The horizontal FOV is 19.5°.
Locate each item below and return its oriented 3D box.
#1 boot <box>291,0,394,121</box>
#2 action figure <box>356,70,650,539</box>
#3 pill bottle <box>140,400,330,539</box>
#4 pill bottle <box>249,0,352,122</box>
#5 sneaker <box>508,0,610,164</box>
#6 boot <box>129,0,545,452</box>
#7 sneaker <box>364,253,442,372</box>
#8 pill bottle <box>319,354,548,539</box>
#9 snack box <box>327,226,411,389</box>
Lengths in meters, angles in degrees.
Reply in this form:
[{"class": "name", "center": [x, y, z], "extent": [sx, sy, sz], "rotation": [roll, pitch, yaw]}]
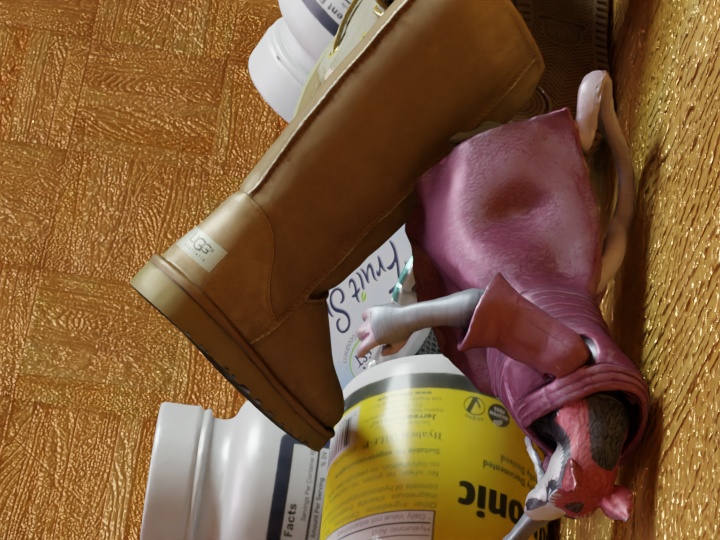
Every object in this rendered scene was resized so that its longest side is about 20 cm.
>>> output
[{"class": "boot", "center": [0.022, -0.115, 1.012], "extent": [0.201, 0.072, 0.155], "rotation": [-62, 0, -7]}, {"class": "action figure", "center": [0.082, 0.035, 0.856], "extent": [0.134, 0.149, 0.200], "rotation": [63, -179, -37]}, {"class": "pill bottle", "center": [-0.020, 0.129, 1.175], "extent": [0.111, 0.199, 0.112], "rotation": [-171, 90, -87]}, {"class": "pill bottle", "center": [0.023, -0.172, 1.220], "extent": [0.200, 0.111, 0.111], "rotation": [-49, 20, 29]}, {"class": "sneaker", "center": [0.083, -0.073, 1.071], "extent": [0.200, 0.070, 0.109], "rotation": [-75, 2, -46]}, {"class": "boot", "center": [0.008, -0.024, 0.944], "extent": [0.200, 0.066, 0.175], "rotation": [-46, -29, -5]}, {"class": "sneaker", "center": [0.056, 0.042, 1.068], "extent": [0.078, 0.091, 0.200], "rotation": [-57, -7, -28]}, {"class": "pill bottle", "center": [0.033, 0.150, 0.990], "extent": [0.111, 0.111, 0.201], "rotation": [103, 175, -53]}, {"class": "snack box", "center": [0.000, 0.000, 1.207], "extent": [0.200, 0.053, 0.143], "rotation": [-42, 76, 44]}]
